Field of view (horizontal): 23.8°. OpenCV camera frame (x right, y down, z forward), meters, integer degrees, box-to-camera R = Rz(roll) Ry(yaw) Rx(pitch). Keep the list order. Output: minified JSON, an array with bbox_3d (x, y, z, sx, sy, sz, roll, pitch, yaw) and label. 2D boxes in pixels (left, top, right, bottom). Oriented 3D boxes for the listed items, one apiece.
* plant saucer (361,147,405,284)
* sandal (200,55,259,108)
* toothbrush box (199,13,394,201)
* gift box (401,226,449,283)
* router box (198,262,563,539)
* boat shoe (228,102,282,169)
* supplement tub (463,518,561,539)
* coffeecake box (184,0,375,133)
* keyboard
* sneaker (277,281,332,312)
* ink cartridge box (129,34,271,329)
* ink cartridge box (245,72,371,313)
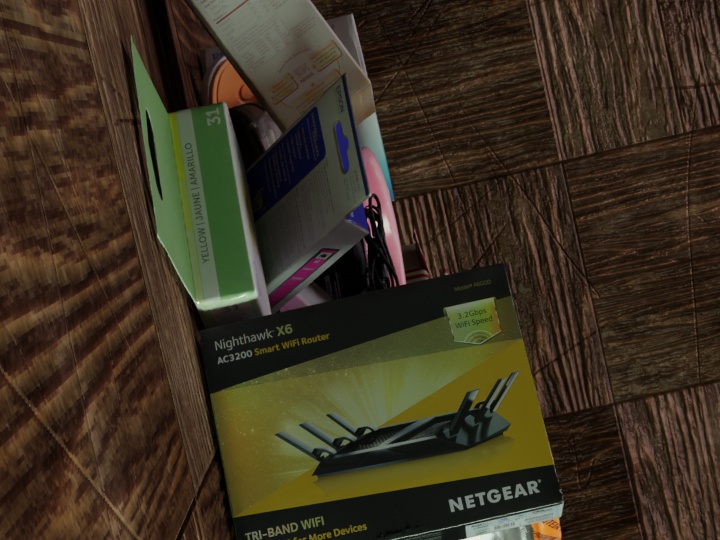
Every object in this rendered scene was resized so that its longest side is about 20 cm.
[{"bbox_3d":[0.000,0.000,1.418,0.201,0.051,0.201,-9,90,-81],"label":"plant saucer"},{"bbox_3d":[-0.077,-0.093,1.468,0.059,0.079,0.207,30,-39,48],"label":"sandal"},{"bbox_3d":[-0.056,-0.134,1.592,0.200,0.146,0.085,77,1,-58],"label":"toothbrush box"},{"bbox_3d":[0.016,0.075,1.787,0.200,0.186,0.185,-99,176,-59],"label":"gift box"},{"bbox_3d":[0.012,0.095,1.058,0.052,0.200,0.158,77,0,-70],"label":"router box"},{"bbox_3d":[-0.086,-0.033,1.362,0.075,0.075,0.203,2,76,-62],"label":"boat shoe"},{"bbox_3d":[0.028,0.157,1.150,0.123,0.200,0.123,-12,90,-89],"label":"supplement tub"},{"bbox_3d":[-0.076,-0.188,1.275,0.200,0.073,0.154,54,0,3],"label":"coffeecake box"},{"bbox_3d":[-0.001,0.017,1.302,0.104,0.040,0.200,-21,-104,51],"label":"keyboard"},{"bbox_3d":[-0.058,0.069,1.261,0.073,0.112,0.200,27,13,-48],"label":"sneaker"},{"bbox_3d":[-0.098,-0.045,1.095,0.200,0.048,0.146,80,-2,-65],"label":"ink cartridge box"},{"bbox_3d":[-0.044,-0.044,1.182,0.200,0.037,0.095,-41,-128,48],"label":"ink cartridge box"}]
